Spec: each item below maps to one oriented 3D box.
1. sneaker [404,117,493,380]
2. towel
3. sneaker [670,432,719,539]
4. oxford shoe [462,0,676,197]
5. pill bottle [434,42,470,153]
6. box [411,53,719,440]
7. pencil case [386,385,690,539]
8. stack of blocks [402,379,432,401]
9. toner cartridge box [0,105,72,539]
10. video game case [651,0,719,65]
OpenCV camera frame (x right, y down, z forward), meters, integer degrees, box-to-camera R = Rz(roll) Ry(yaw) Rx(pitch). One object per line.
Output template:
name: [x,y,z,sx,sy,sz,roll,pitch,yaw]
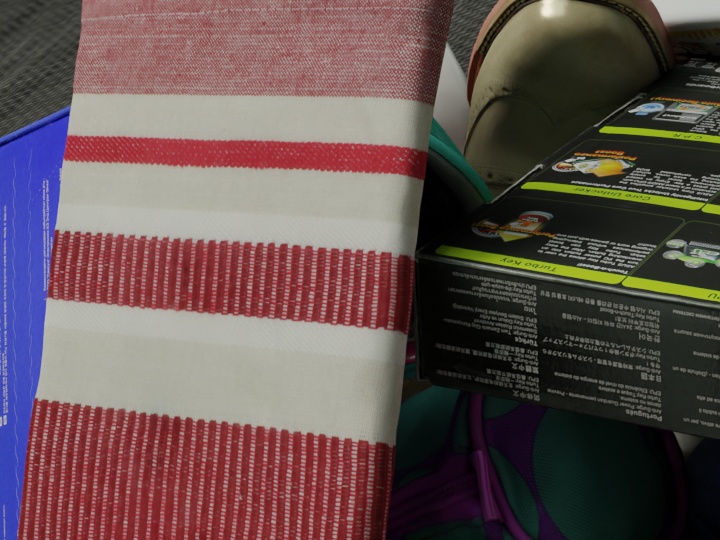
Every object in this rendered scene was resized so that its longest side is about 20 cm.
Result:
sneaker: [0.000,0.000,0.960,0.083,0.201,0.121,-16,47,-6]
towel: [-0.038,0.014,0.850,0.144,0.201,0.023,4,-5,45]
sneaker: [0.111,0.070,0.940,0.077,0.076,0.200,-48,18,3]
oxford shoe: [0.065,-0.017,0.986,0.070,0.200,0.074,8,54,5]
pill bottle: [-0.051,-0.028,1.140,0.199,0.113,0.113,-28,18,0]
box: [0.145,-0.005,0.849,0.199,0.048,0.193,10,28,28]
pencil case: [0.008,0.085,0.927,0.092,0.086,0.200,-4,-17,-41]
stack of blocks: [0.014,0.045,1.129,0.115,0.059,0.200,-14,22,34]
toner cartridge box: [-0.089,0.054,0.946,0.043,0.201,0.095,8,-17,-37]
video game case: [0.199,-0.059,0.953,0.200,0.181,0.023,2,73,54]
